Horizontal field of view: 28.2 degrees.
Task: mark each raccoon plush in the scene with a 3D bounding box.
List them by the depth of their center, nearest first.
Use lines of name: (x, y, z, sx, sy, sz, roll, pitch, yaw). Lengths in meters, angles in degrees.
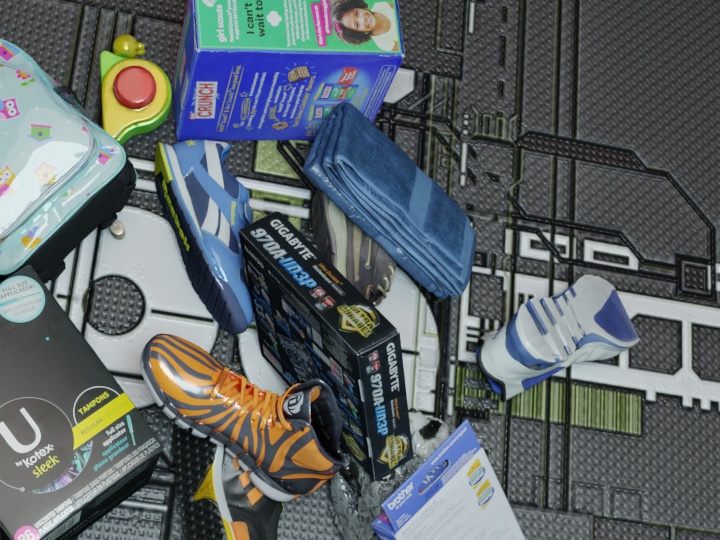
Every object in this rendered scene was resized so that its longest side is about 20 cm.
raccoon plush: (0.050, 0.231, 1.325, 0.133, 0.096, 0.203, -9, 102, -32)

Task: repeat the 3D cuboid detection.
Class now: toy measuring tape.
toy measuring tape: (-0.214, -0.132, 1.386, 0.073, 0.074, 0.203, -2, 79, -15)

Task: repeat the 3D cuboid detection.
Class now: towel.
towel: (0.036, -0.070, 1.386, 0.200, 0.048, 0.112, 42, 38, -22)

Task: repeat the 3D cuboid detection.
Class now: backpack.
backpack: (-0.326, -0.107, 1.295, 0.200, 0.153, 0.176, 43, 83, 14)

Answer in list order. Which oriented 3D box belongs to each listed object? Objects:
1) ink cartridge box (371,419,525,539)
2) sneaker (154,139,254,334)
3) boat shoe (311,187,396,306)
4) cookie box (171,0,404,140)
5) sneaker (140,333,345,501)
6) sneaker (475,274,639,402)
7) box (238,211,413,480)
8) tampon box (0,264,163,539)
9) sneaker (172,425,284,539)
ink cartridge box: (0.084, 0.241, 1.274, 0.119, 0.042, 0.201, -40, 123, -26)
sneaker: (-0.132, -0.039, 1.366, 0.081, 0.074, 0.202, -15, 76, -24)
boat shoe: (0.000, 0.000, 1.385, 0.072, 0.075, 0.202, -1, 71, -15)
cookie box: (-0.075, -0.197, 1.388, 0.197, 0.171, 0.076, -1, 67, -15)
sneaker: (-0.089, 0.110, 1.230, 0.200, 0.112, 0.078, 41, 43, -18)
sneaker: (0.176, 0.069, 1.404, 0.198, 0.115, 0.081, -9, 71, -49)
box: (-0.032, 0.064, 1.261, 0.046, 0.160, 0.200, -27, 45, -21)
tampon box: (-0.289, 0.130, 1.229, 0.149, 0.126, 0.201, -36, 81, -24)
sneaker: (-0.112, 0.194, 1.295, 0.089, 0.070, 0.202, 18, 53, -40)
